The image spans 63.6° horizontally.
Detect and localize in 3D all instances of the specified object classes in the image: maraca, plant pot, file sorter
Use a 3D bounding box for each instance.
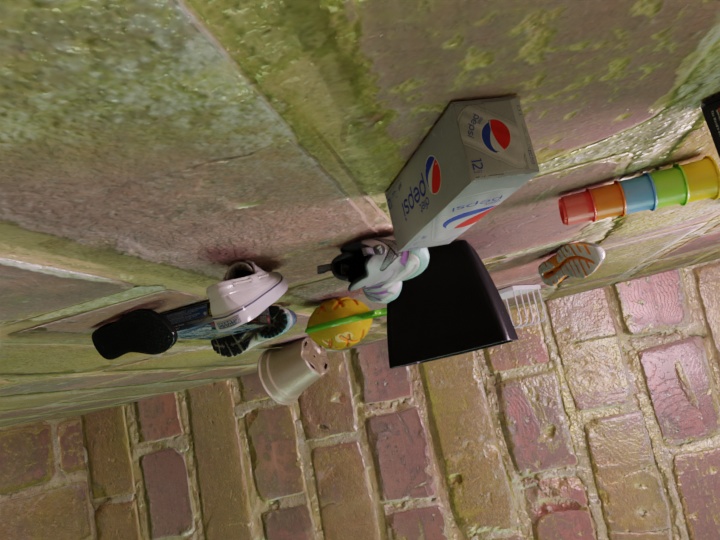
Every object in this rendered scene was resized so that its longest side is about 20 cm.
[{"bbox_3d":[-0.024,0.107,1.238,0.197,0.109,0.137,-16,176,14],"label":"maraca"},{"bbox_3d":[0.149,0.057,1.004,0.197,0.180,0.199,-15,169,17],"label":"plant pot"},{"bbox_3d":[-0.210,0.319,1.938,0.182,0.203,0.199,-31,161,28],"label":"plant pot"},{"bbox_3d":[0.498,0.126,1.894,0.138,0.127,0.198,-21,167,39],"label":"file sorter"}]

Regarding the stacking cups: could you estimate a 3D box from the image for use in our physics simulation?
[{"bbox_3d":[0.375,-0.098,0.791,0.197,0.062,0.060,-15,169,13],"label":"stacking cups"}]

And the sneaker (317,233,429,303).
[{"bbox_3d":[0.000,0.000,0.843,0.138,0.079,0.200,-7,158,-21],"label":"sneaker"}]

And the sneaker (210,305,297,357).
[{"bbox_3d":[-0.219,0.129,1.210,0.197,0.079,0.086,-16,172,19],"label":"sneaker"}]

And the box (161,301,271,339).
[{"bbox_3d":[-0.265,0.092,1.066,0.135,0.041,0.200,-14,169,11],"label":"box"}]

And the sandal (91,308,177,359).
[{"bbox_3d":[-0.363,0.098,0.944,0.198,0.076,0.048,-11,-163,33],"label":"sandal"}]

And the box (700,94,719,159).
[{"bbox_3d":[0.425,-0.091,0.520,0.160,0.203,0.049,-20,168,37],"label":"box"}]

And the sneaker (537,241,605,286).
[{"bbox_3d":[0.472,-0.024,1.280,0.076,0.079,0.200,-23,176,-19],"label":"sneaker"}]

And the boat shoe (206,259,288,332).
[{"bbox_3d":[-0.152,0.020,0.769,0.071,0.067,0.200,-19,-171,15],"label":"boat shoe"}]

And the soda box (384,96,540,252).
[{"bbox_3d":[0.083,-0.078,0.539,0.062,0.069,0.200,-10,168,-15],"label":"soda box"}]
